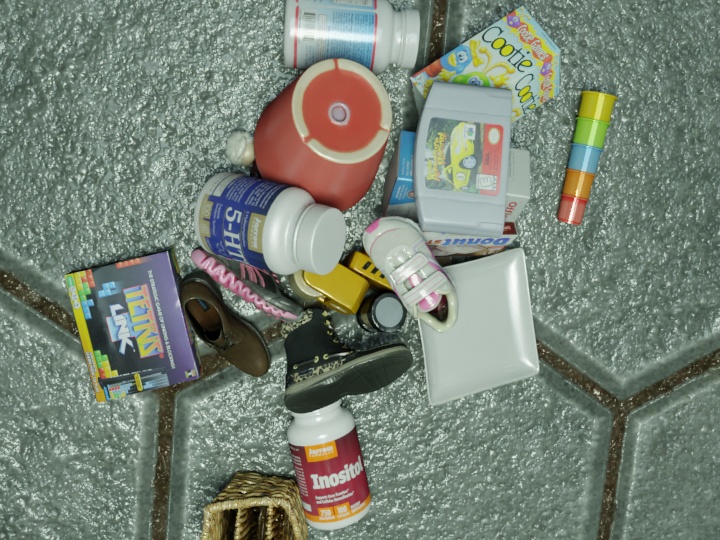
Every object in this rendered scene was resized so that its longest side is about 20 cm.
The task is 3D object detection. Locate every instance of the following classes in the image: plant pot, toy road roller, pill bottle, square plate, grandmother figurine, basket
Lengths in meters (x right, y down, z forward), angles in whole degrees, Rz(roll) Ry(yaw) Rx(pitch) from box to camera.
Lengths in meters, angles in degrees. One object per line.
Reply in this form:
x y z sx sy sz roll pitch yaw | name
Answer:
-0.046 -0.195 1.056 0.195 0.177 0.207 2 81 -15 | plant pot
0.000 0.000 1.144 0.196 0.123 0.149 27 80 -9 | toy road roller
-0.015 -0.348 1.101 0.194 0.109 0.112 4 97 -5 | pill bottle
0.175 0.084 1.145 0.193 0.028 0.206 -13 99 -16 | square plate
-0.054 0.287 1.174 0.110 0.113 0.206 -13 98 -3 | pill bottle
-0.124 -0.142 1.147 0.198 0.061 0.123 36 66 -5 | grandmother figurine
-0.124 -0.062 1.044 0.196 0.119 0.123 15 97 28 | pill bottle
-0.161 0.438 1.154 0.138 0.149 0.206 7 96 8 | basket

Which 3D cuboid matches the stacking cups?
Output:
0.355 -0.174 1.176 0.059 0.061 0.206 9 96 -6 | stacking cups

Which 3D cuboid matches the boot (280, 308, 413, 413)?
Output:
-0.030 0.114 1.127 0.199 0.156 0.074 -21 134 5 | boot

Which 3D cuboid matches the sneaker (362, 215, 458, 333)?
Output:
0.079 0.008 1.018 0.081 0.089 0.200 -39 120 13 | sneaker

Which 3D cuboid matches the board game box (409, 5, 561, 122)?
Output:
0.186 -0.275 1.110 0.197 0.103 0.106 -32 64 -1 | board game box

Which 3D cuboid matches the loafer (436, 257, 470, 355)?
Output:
0.144 0.047 1.180 0.069 0.073 0.205 -21 100 -3 | loafer

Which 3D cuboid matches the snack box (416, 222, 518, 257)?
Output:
0.129 -0.045 1.097 0.194 0.072 0.025 -2 66 -19 | snack box

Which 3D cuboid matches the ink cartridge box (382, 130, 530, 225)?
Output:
0.139 -0.120 1.114 0.194 0.146 0.086 8 64 -5 | ink cartridge box

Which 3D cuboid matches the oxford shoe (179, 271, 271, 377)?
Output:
-0.210 0.102 1.143 0.072 0.085 0.201 -35 115 11 | oxford shoe

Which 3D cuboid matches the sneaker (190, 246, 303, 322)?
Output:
-0.161 0.000 1.144 0.198 0.079 0.096 34 78 4 | sneaker

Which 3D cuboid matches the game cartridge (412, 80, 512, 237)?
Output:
0.136 -0.152 1.018 0.129 0.041 0.206 4 87 -1 | game cartridge

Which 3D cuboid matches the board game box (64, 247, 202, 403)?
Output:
-0.347 0.084 1.154 0.161 0.057 0.206 -13 98 -2 | board game box
